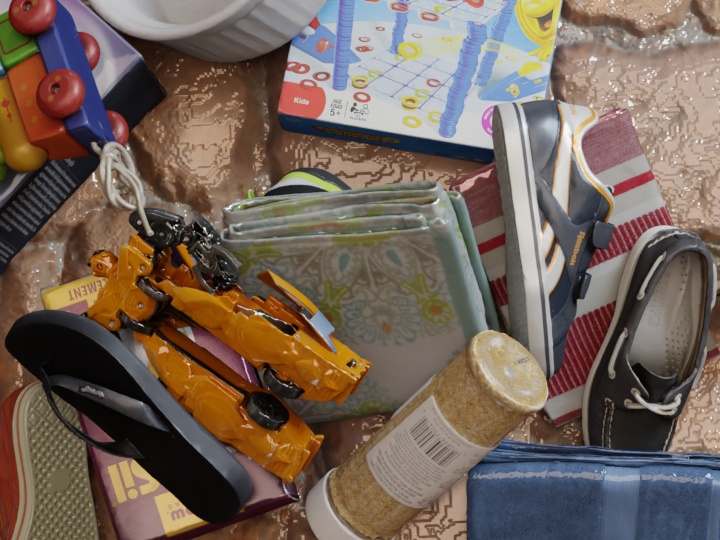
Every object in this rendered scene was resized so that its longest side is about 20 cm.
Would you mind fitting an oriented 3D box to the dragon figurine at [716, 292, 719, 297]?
[{"bbox_3d":[0.303,-0.019,1.264,0.059,0.200,0.100,24,121,9],"label":"dragon figurine"}]

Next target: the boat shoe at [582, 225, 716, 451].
[{"bbox_3d":[0.212,0.069,1.273,0.074,0.060,0.200,13,98,-11],"label":"boat shoe"}]

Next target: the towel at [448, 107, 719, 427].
[{"bbox_3d":[0.165,-0.001,1.300,0.144,0.023,0.200,-23,100,-2],"label":"towel"}]

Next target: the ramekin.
[{"bbox_3d":[-0.106,-0.252,1.313,0.200,0.098,0.201,-8,74,27],"label":"ramekin"}]

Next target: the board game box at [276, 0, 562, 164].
[{"bbox_3d":[0.052,-0.190,1.345,0.200,0.056,0.196,9,82,5],"label":"board game box"}]

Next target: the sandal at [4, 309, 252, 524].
[{"bbox_3d":[-0.159,0.099,1.187,0.200,0.076,0.043,39,46,3],"label":"sandal"}]

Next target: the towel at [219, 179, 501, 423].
[{"bbox_3d":[0.006,0.025,1.246,0.171,0.200,0.048,-5,40,17],"label":"towel"}]

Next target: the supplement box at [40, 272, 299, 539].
[{"bbox_3d":[-0.138,0.093,1.286,0.131,0.103,0.200,-19,81,-2],"label":"supplement box"}]

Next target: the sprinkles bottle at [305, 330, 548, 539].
[{"bbox_3d":[0.044,0.126,1.239,0.068,0.068,0.200,50,122,9],"label":"sprinkles bottle"}]

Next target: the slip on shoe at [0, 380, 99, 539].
[{"bbox_3d":[-0.236,0.179,1.304,0.074,0.061,0.200,-3,92,-38],"label":"slip on shoe"}]

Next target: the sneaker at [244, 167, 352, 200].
[{"bbox_3d":[0.000,0.000,1.296,0.200,0.083,0.072,32,123,15],"label":"sneaker"}]

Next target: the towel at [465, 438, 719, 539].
[{"bbox_3d":[0.175,0.178,1.270,0.200,0.049,0.112,2,116,4],"label":"towel"}]

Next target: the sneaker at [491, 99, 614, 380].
[{"bbox_3d":[0.141,-0.021,1.245,0.079,0.078,0.200,-6,101,-6],"label":"sneaker"}]

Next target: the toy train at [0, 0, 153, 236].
[{"bbox_3d":[-0.221,-0.084,1.194,0.116,0.085,0.200,-26,65,9],"label":"toy train"}]

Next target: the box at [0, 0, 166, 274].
[{"bbox_3d":[-0.289,-0.138,1.323,0.200,0.123,0.198,41,84,8],"label":"box"}]

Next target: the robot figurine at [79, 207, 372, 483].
[{"bbox_3d":[-0.099,0.046,1.197,0.200,0.058,0.145,36,115,8],"label":"robot figurine"}]
